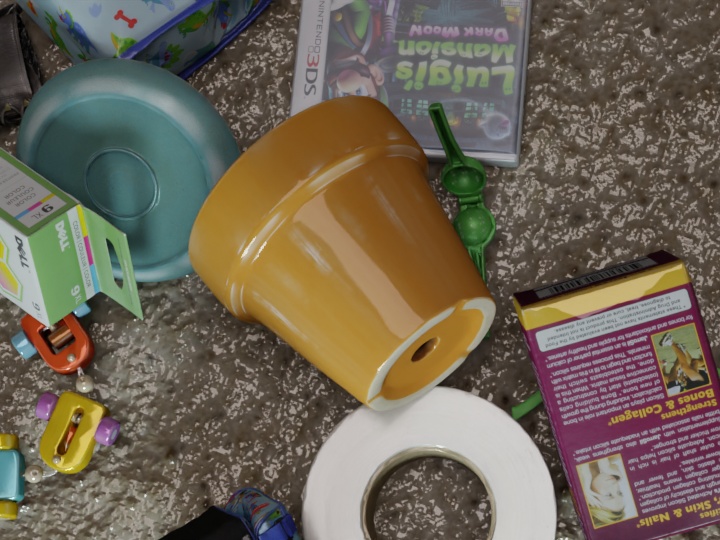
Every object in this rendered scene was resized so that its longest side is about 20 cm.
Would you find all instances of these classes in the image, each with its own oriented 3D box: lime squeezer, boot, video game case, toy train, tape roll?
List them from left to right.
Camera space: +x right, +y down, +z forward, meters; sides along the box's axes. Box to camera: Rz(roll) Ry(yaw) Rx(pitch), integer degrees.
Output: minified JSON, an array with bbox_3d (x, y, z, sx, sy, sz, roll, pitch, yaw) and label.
[{"bbox_3d":[-0.351,-0.125,1.391,0.174,0.069,0.200,-13,75,4],"label":"boot"},{"bbox_3d":[-0.281,0.118,1.343,0.200,0.056,0.150,-41,75,-6],"label":"toy train"},{"bbox_3d":[0.043,-0.184,1.382,0.200,0.023,0.182,4,79,7],"label":"video game case"},{"bbox_3d":[0.055,0.195,1.278,0.202,0.071,0.203,-1,78,6],"label":"tape roll"},{"bbox_3d":[0.090,-0.048,1.320,0.038,0.071,0.200,-13,108,0],"label":"lime squeezer"},{"bbox_3d":[0.219,0.078,1.300,0.200,0.038,0.071,-5,75,4],"label":"lime squeezer"}]

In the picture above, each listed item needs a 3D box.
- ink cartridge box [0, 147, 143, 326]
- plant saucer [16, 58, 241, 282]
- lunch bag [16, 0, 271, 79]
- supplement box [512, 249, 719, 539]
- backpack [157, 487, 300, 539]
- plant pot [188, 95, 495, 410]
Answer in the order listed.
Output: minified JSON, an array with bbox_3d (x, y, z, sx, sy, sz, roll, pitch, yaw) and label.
[{"bbox_3d":[-0.270,-0.025,1.310,0.200,0.104,0.059,32,54,29],"label":"ink cartridge box"},{"bbox_3d":[-0.193,-0.075,1.324,0.200,0.027,0.201,6,118,11],"label":"plant saucer"},{"bbox_3d":[-0.178,-0.262,1.379,0.200,0.127,0.170,-38,77,-20],"label":"lunch bag"},{"bbox_3d":[0.207,0.099,1.237,0.131,0.103,0.200,-16,95,3],"label":"supplement box"},{"bbox_3d":[-0.081,0.284,1.225,0.134,0.183,0.200,-29,92,-14],"label":"backpack"},{"bbox_3d":[0.000,0.000,1.243,0.200,0.200,0.183,-39,66,-3],"label":"plant pot"}]
